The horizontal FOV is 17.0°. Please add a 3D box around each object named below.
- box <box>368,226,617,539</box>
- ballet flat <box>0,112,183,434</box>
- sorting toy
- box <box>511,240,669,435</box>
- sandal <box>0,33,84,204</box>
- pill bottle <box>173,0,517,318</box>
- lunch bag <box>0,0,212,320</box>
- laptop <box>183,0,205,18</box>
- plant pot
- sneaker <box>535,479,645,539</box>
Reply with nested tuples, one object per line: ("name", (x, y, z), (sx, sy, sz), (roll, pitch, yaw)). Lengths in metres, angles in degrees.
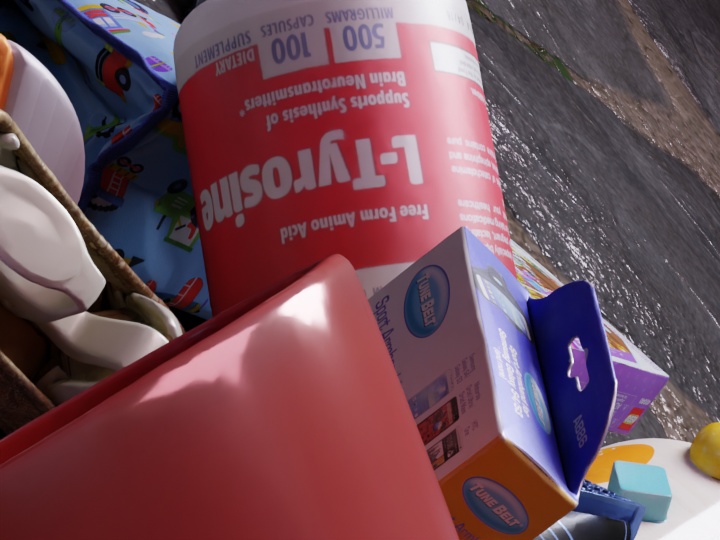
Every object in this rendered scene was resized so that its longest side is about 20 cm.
("box", (-0.009, 0.071, 0.747), (0.041, 0.200, 0.119), (41, 20, -24))
("ballet flat", (-0.100, 0.014, 0.785), (0.065, 0.071, 0.200), (13, -27, 45))
("sorting toy", (0.134, 0.169, 1.099), (0.180, 0.107, 0.201), (-19, 69, -50))
("box", (0.039, -0.003, 1.138), (0.200, 0.039, 0.137), (42, 13, 31))
("sandal", (-0.185, -0.067, 0.802), (0.206, 0.080, 0.059), (27, -1, -27))
("pill bottle", (0.000, 0.000, 0.868), (0.112, 0.112, 0.202), (13, 64, -61))
("lunch bag", (-0.101, -0.080, 1.024), (0.150, 0.094, 0.200), (22, 24, -50))
("laptop", (0.008, -0.128, 1.298), (0.187, 0.116, 0.201), (20, 35, -56))
("plant pot", (-0.046, 0.121, 0.611), (0.178, 0.200, 0.200), (59, 18, -2))
("sneaker", (0.052, 0.118, 0.991), (0.070, 0.078, 0.200), (21, 5, 32))
